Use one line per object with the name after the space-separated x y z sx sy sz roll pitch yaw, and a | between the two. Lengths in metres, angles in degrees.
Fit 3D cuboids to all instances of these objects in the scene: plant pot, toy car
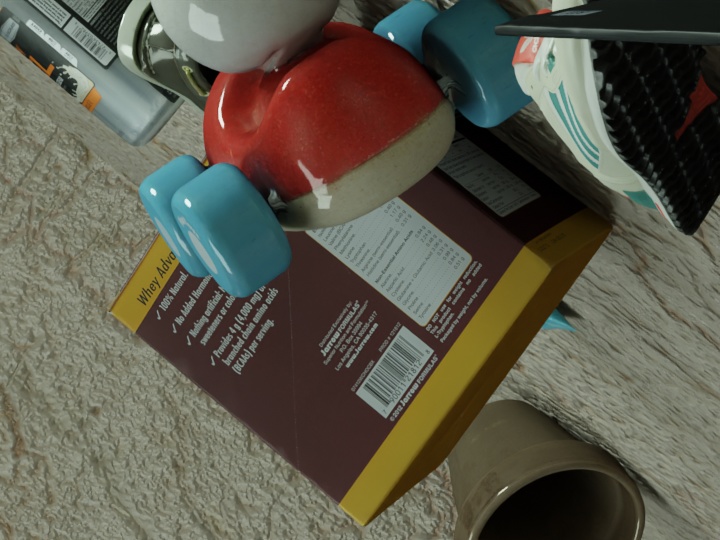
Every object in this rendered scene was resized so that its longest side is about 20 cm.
0.169 0.228 2.074 0.200 0.200 0.175 45 -172 -38 | plant pot
-0.048 -0.123 0.988 0.201 0.184 0.177 59 169 -14 | toy car

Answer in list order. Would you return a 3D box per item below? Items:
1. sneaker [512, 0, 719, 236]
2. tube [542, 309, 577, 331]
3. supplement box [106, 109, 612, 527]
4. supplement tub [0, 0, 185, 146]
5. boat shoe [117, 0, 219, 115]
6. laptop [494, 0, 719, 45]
0.093 -0.083 0.812 0.093 0.071 0.200 29 172 29 | sneaker
0.075 -0.010 1.533 0.200 0.050 0.077 36 178 -8 | tube
0.000 0.000 1.180 0.200 0.198 0.133 39 -158 11 | supplement box
-0.197 -0.196 1.455 0.200 0.123 0.123 41 173 -5 | supplement tub
-0.086 -0.138 1.368 0.060 0.072 0.201 17 -179 29 | boat shoe
0.169 -0.037 0.561 0.200 0.103 0.177 42 174 -19 | laptop
